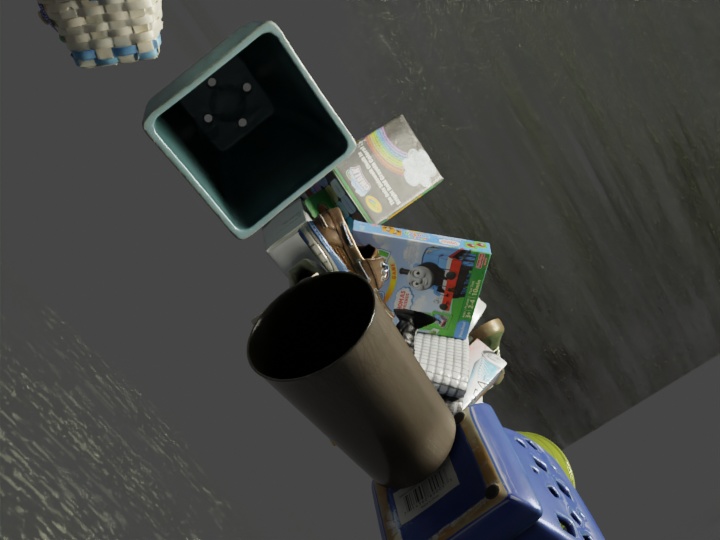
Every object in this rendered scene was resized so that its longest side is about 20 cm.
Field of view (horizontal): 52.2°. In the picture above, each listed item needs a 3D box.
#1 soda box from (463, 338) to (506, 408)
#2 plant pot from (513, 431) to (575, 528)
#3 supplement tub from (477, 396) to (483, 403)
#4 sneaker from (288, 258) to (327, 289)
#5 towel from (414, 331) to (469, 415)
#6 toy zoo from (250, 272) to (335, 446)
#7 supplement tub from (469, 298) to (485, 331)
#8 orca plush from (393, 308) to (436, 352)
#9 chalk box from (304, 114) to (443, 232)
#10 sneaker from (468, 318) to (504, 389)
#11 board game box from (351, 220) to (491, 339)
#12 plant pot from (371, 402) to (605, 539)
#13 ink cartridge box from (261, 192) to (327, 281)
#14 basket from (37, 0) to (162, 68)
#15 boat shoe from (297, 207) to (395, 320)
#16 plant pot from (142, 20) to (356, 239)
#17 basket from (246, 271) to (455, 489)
[{"bbox_3d":[0.149,0.202,1.190,0.068,0.200,0.064,40,-32,18],"label":"soda box"},{"bbox_3d":[0.233,0.355,1.245,0.193,0.200,0.201,32,23,-46],"label":"plant pot"},{"bbox_3d":[0.133,0.207,1.321,0.140,0.140,0.201,49,11,-48],"label":"supplement tub"},{"bbox_3d":[-0.054,0.056,0.992,0.088,0.081,0.200,49,2,-40],"label":"sneaker"},{"bbox_3d":[0.073,0.139,1.084,0.164,0.086,0.200,12,17,3],"label":"towel"},{"bbox_3d":[-0.032,0.112,0.861,0.201,0.020,0.131,57,34,-3],"label":"toy zoo"},{"bbox_3d":[0.096,0.047,1.245,0.199,0.141,0.140,37,5,5],"label":"supplement tub"},{"bbox_3d":[0.057,0.153,0.942,0.104,0.201,0.071,23,-1,-6],"label":"orca plush"},{"bbox_3d":[0.001,-0.124,1.125,0.125,0.199,0.124,56,-25,-2],"label":"chalk box"},{"bbox_3d":[0.229,0.157,1.303,0.090,0.067,0.200,62,-14,19],"label":"sneaker"},{"bbox_3d":[0.075,0.016,1.073,0.037,0.198,0.152,-83,-177,-60],"label":"board game box"},{"bbox_3d":[0.127,0.277,0.788,0.180,0.200,0.200,46,12,-26],"label":"plant pot"},{"bbox_3d":[-0.086,-0.047,1.166,0.146,0.084,0.200,52,9,-28],"label":"ink cartridge box"},{"bbox_3d":[-0.278,-0.326,0.767,0.177,0.138,0.202,-113,-162,-56],"label":"basket"},{"bbox_3d":[0.000,0.000,1.005,0.200,0.072,0.072,52,1,-31],"label":"boat shoe"},{"bbox_3d":[-0.160,-0.201,0.967,0.196,0.196,0.200,52,-1,-32],"label":"plant pot"},{"bbox_3d":[0.002,0.120,0.756,0.180,0.136,0.200,15,-33,56],"label":"basket"}]
